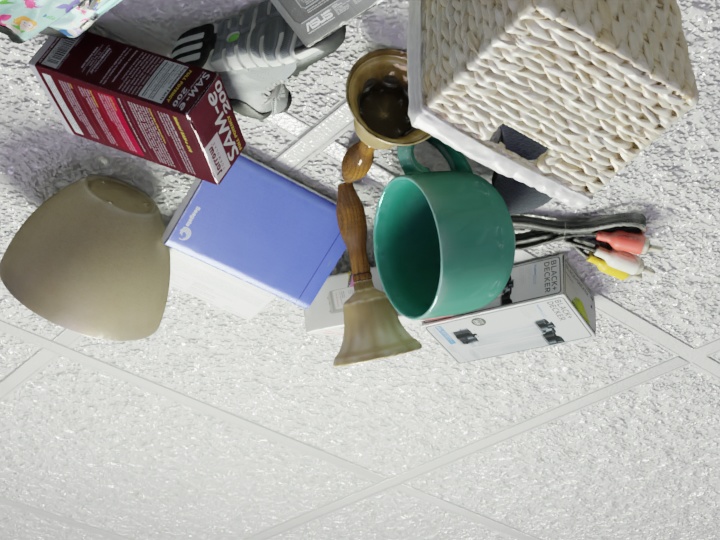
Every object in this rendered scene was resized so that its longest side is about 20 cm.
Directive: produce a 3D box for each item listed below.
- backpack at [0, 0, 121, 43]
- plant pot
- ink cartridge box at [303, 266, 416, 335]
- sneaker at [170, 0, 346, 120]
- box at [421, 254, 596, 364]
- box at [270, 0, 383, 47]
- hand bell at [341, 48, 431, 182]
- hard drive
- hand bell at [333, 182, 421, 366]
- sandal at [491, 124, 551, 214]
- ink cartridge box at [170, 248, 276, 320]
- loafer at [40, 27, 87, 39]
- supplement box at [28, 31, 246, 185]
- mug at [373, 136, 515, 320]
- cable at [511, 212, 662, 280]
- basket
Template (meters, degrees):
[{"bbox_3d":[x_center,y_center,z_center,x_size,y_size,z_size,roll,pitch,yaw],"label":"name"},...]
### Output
[{"bbox_3d":[-0.244,-0.293,0.907,0.199,0.179,0.150,-30,156,35],"label":"backpack"},{"bbox_3d":[-0.302,-0.030,1.327,0.198,0.201,0.136,20,109,-21],"label":"plant pot"},{"bbox_3d":[0.004,0.039,1.430,0.198,0.068,0.116,-11,171,23],"label":"ink cartridge box"},{"bbox_3d":[-0.080,-0.202,1.123,0.198,0.076,0.115,-3,152,31],"label":"sneaker"},{"bbox_3d":[0.191,0.053,1.468,0.198,0.061,0.117,-14,143,26],"label":"box"},{"bbox_3d":[-0.015,-0.297,0.934,0.199,0.049,0.159,-24,115,37],"label":"box"},{"bbox_3d":[0.009,-0.139,1.203,0.103,0.105,0.200,13,158,-11],"label":"hand bell"},{"bbox_3d":[-0.112,-0.049,1.328,0.199,0.025,0.133,26,105,-28],"label":"hard drive"},{"bbox_3d":[0.000,0.000,1.305,0.103,0.203,0.104,-12,180,0],"label":"hand bell"},{"bbox_3d":[0.176,-0.136,1.210,0.075,0.043,0.201,-6,140,1],"label":"sandal"},{"bbox_3d":[-0.148,-0.030,1.418,0.160,0.050,0.200,26,131,-28],"label":"ink cartridge box"},{"bbox_3d":[-0.349,-0.258,1.068,0.198,0.074,0.072,14,151,-11],"label":"loafer"},{"bbox_3d":[-0.220,-0.165,1.131,0.198,0.061,0.109,21,153,23],"label":"supplement box"},{"bbox_3d":[0.099,-0.044,1.222,0.113,0.152,0.187,-7,123,-27],"label":"mug"},{"bbox_3d":[0.255,-0.035,1.334,0.197,0.051,0.098,8,146,-6],"label":"cable"},{"bbox_3d":[0.159,-0.200,0.972,0.197,0.202,0.161,23,137,-26],"label":"basket"}]
